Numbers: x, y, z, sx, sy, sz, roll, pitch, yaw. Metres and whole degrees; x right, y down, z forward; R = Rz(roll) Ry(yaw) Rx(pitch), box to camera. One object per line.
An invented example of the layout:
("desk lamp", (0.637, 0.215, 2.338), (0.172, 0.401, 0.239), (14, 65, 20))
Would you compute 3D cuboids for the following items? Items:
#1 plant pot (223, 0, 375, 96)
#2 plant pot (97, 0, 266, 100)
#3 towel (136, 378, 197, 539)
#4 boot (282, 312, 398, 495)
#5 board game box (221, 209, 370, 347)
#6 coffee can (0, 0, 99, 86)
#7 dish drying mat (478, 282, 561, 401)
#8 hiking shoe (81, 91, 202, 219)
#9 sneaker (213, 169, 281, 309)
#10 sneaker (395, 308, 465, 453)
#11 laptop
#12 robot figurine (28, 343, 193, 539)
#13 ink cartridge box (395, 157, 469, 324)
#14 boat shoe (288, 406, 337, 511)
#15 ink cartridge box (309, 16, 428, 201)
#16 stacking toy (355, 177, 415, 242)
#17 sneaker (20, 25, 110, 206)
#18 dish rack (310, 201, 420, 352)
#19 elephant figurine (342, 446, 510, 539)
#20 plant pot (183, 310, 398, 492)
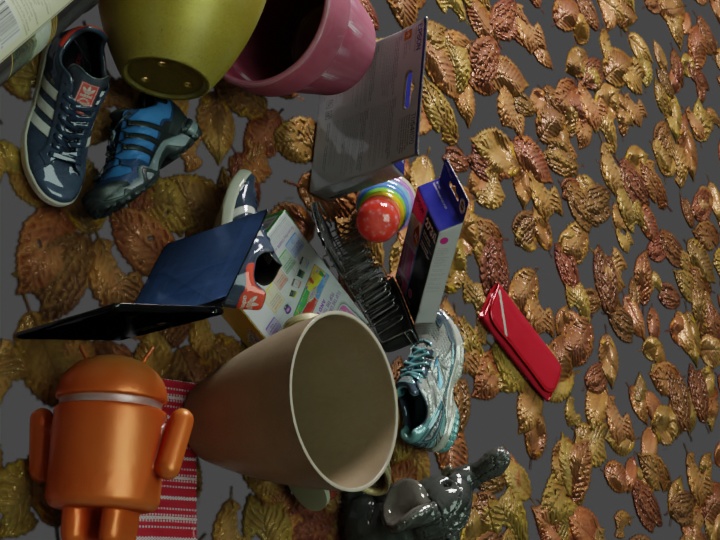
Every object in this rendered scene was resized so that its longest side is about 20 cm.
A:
("plant pot", (-0.076, -0.305, 1.408), (0.179, 0.198, 0.202), (14, 69, -59))
("plant pot", (-0.206, -0.276, 1.244), (0.199, 0.199, 0.143), (23, 65, -40))
("towel", (-0.239, 0.215, 1.210), (0.144, 0.022, 0.202), (12, 69, -42))
("boot", (-0.025, 0.159, 1.325), (0.200, 0.072, 0.156), (50, 29, -33))
("board game box", (-0.085, 0.051, 1.400), (0.201, 0.040, 0.153), (54, 47, -22))
("coffee can", (-0.369, -0.270, 1.108), (0.147, 0.146, 0.201), (53, 48, -22))
("dish drying mat", (0.255, 0.113, 1.756), (0.200, 0.018, 0.077), (49, 48, -26))
("hiking shoe", (-0.261, -0.132, 1.251), (0.087, 0.074, 0.200), (50, 38, -15))
("sneaker", (-0.130, -0.032, 1.303), (0.084, 0.075, 0.201), (17, 48, -10))
("sneaker", (0.090, 0.146, 1.535), (0.086, 0.077, 0.202), (11, 71, -40))
("laptop", (-0.224, 0.003, 1.159), (0.199, 0.186, 0.117), (4, 76, -45))
("robot figurine", (-0.249, 0.172, 1.117), (0.116, 0.143, 0.202), (17, 67, -41))
("ink cartridge box", (0.090, -0.036, 1.442), (0.037, 0.201, 0.095), (0, 40, -19))
("boat shoe", (-0.079, 0.190, 1.349), (0.063, 0.071, 0.201), (-41, 108, -53))
("ink cartridge box", (0.021, -0.207, 1.463), (0.040, 0.199, 0.202), (23, 64, -39))
("stacking toy", (0.029, -0.078, 1.452), (0.200, 0.085, 0.086), (-66, 135, -80))
("sneaker", (-0.307, -0.170, 1.193), (0.075, 0.084, 0.202), (13, 70, -44))
("dish rack", (0.000, 0.000, 1.433), (0.201, 0.054, 0.154), (59, 5, -27))
("elephant figurine", (0.075, 0.303, 1.385), (0.141, 0.199, 0.157), (9, 74, -45))
("plant pot", (-0.092, 0.152, 1.222), (0.187, 0.199, 0.189), (22, 62, -50))
